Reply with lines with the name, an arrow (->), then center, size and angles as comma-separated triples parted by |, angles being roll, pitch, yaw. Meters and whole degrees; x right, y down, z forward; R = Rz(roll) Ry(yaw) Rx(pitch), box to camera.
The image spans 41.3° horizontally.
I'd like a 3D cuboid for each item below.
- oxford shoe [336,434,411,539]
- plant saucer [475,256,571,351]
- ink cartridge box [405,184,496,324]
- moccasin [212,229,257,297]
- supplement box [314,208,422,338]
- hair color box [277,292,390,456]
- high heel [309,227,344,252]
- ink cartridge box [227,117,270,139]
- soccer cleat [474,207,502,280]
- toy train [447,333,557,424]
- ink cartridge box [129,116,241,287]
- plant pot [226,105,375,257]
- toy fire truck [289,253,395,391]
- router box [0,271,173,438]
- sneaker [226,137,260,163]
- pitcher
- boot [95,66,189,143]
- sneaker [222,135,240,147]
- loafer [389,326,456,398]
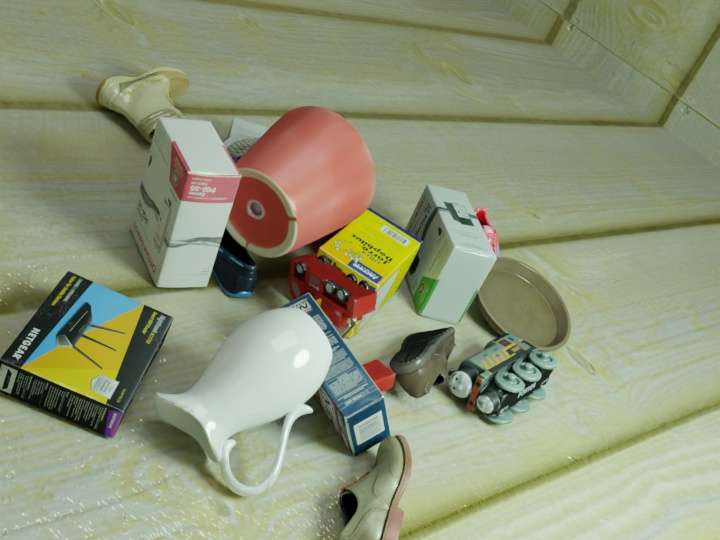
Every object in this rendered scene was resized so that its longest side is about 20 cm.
oxford shoe -> 0.015, 0.261, 1.147 | 0.075, 0.071, 0.200 | 19, 29, -2
plant saucer -> 0.279, 0.062, 1.666 | 0.200, 0.029, 0.200 | 19, 43, -19
ink cartridge box -> 0.140, -0.031, 1.624 | 0.083, 0.147, 0.200 | 13, 31, -20
moccasin -> -0.202, -0.043, 1.447 | 0.080, 0.068, 0.200 | -5, 43, -43
supplement box -> 0.000, 0.000, 1.498 | 0.109, 0.109, 0.200 | 32, 30, 9
hair color box -> -0.039, 0.135, 1.257 | 0.060, 0.100, 0.200 | -27, 52, -14
high heel -> -0.097, -0.115, 1.613 | 0.067, 0.096, 0.200 | -9, 46, -46
ink cartridge box -> -0.167, -0.195, 1.728 | 0.162, 0.050, 0.200 | 15, 36, -11
soccer cleat -> 0.231, -0.040, 1.779 | 0.068, 0.073, 0.200 | 15, 33, -21
toy train -> 0.216, 0.161, 1.456 | 0.114, 0.085, 0.200 | 29, 30, 29
ink cartridge box -> -0.252, -0.094, 1.356 | 0.083, 0.200, 0.147 | 0, 39, -33
plant pot -> -0.104, -0.121, 1.411 | 0.200, 0.201, 0.177 | 34, 42, 13
toy fire truck -> -0.030, 0.075, 1.360 | 0.049, 0.141, 0.200 | -16, 35, -41
router box -> -0.326, 0.096, 1.147 | 0.149, 0.051, 0.200 | 25, 30, -7
sneaker -> -0.140, -0.171, 1.579 | 0.069, 0.100, 0.200 | 11, 19, 38
pitcher -> -0.116, 0.152, 1.136 | 0.200, 0.121, 0.172 | -38, 81, -25
boot -> -0.351, -0.295, 1.717 | 0.155, 0.073, 0.200 | 39, 34, 21
sneaker -> -0.228, -0.144, 1.555 | 0.085, 0.073, 0.200 | 38, 49, -1
loafer -> 0.095, 0.137, 1.420 | 0.073, 0.071, 0.200 | -12, 9, 26
